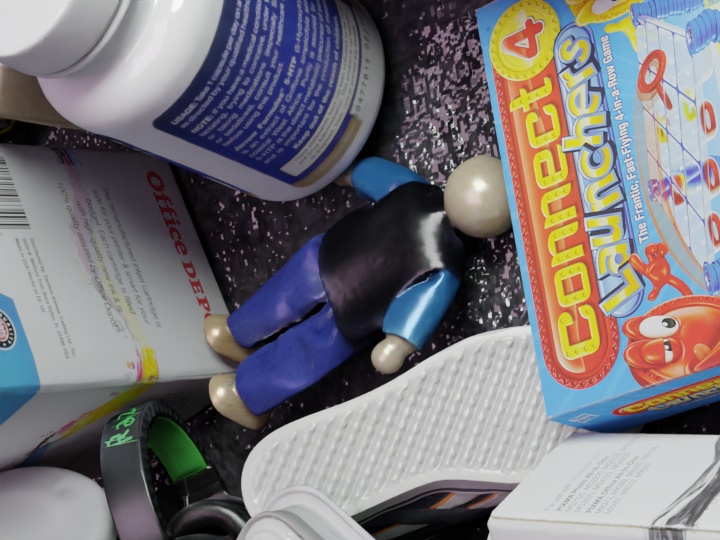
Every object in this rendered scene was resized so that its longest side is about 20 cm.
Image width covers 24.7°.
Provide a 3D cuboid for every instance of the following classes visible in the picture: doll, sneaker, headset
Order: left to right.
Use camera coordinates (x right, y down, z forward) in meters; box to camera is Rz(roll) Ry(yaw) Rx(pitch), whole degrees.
[{"bbox_3d":[-0.091,0.169,0.868,0.093,0.124,0.201,-25,99,10],"label":"headset"},{"bbox_3d":[0.000,0.000,0.839,0.199,0.048,0.137,-34,48,32],"label":"doll"},{"bbox_3d":[0.045,0.082,0.795,0.198,0.079,0.079,-17,69,12],"label":"sneaker"}]

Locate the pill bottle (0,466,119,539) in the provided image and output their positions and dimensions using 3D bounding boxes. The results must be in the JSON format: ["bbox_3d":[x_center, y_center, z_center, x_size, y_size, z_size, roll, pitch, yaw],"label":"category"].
[{"bbox_3d":[-0.163,0.216,0.884,0.114,0.114,0.202,16,130,37],"label":"pill bottle"}]

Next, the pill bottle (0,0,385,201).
[{"bbox_3d":[-0.090,-0.115,0.806,0.119,0.199,0.121,-12,70,35],"label":"pill bottle"}]

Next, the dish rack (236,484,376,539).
[{"bbox_3d":[-0.011,0.212,0.719,0.200,0.043,0.173,38,115,32],"label":"dish rack"}]

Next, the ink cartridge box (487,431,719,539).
[{"bbox_3d":[0.166,0.145,0.657,0.199,0.083,0.146,-2,113,38],"label":"ink cartridge box"}]

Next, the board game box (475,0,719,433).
[{"bbox_3d":[0.155,-0.054,0.694,0.195,0.056,0.202,-23,66,35],"label":"board game box"}]

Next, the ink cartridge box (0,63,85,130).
[{"bbox_3d":[-0.140,-0.178,0.879,0.075,0.164,0.202,18,101,37],"label":"ink cartridge box"}]

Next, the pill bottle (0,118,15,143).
[{"bbox_3d":[-0.227,-0.173,0.981,0.112,0.112,0.201,45,116,29],"label":"pill bottle"}]

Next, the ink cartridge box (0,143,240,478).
[{"bbox_3d":[-0.193,0.029,0.898,0.146,0.199,0.148,-37,68,34],"label":"ink cartridge box"}]
